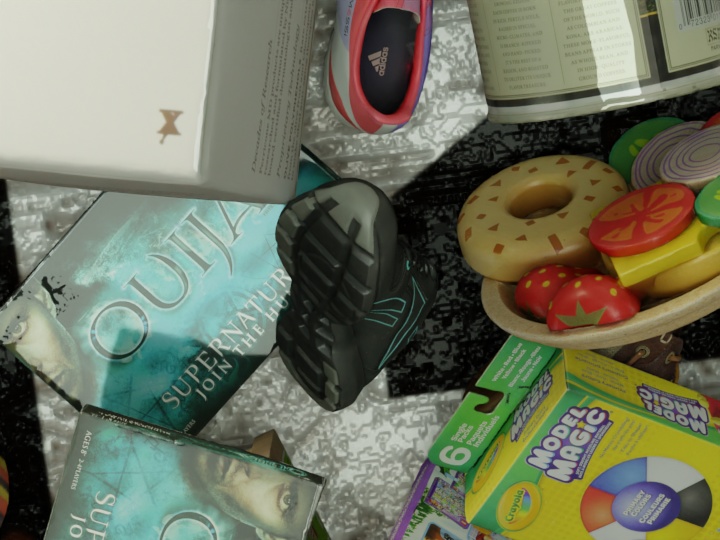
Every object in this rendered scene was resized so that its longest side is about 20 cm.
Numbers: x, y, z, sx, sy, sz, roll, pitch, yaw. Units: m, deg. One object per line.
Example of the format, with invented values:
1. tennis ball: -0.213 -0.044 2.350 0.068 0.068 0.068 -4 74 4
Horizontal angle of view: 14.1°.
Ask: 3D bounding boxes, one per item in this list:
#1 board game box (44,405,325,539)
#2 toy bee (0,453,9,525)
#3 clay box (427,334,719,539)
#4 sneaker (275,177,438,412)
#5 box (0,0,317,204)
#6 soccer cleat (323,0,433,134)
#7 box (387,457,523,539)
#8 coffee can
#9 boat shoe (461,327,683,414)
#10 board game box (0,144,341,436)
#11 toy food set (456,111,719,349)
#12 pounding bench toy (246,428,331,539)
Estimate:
1. board game box: -0.111 0.186 1.553 0.135 0.028 0.200 16 98 -1
2. toy bee: -0.263 0.188 1.647 0.131 0.109 0.200 15 112 -46
3. clay box: 0.148 0.114 1.623 0.200 0.048 0.115 20 126 -18
4. sneaker: 0.000 0.000 1.590 0.079 0.200 0.075 -34 70 -22
5. box: -0.137 -0.142 1.503 0.199 0.171 0.200 6 91 16
6. soccer cleat: 0.018 -0.174 1.609 0.068 0.073 0.200 3 99 -15
7. box: 0.104 0.196 1.637 0.200 0.137 0.039 33 131 -4
8. coffee can: 0.121 -0.192 1.575 0.146 0.146 0.200 -11 98 1
9. boat shoe: 0.150 0.041 1.640 0.200 0.072 0.072 -40 108 18
10. board game box: -0.100 0.001 1.661 0.135 0.028 0.200 41 96 -6
11. toy food set: 0.154 -0.028 1.576 0.198 0.200 0.049 -25 115 4
12. pounding bench toy: -0.076 0.221 1.643 0.156 0.124 0.200 -26 97 4
